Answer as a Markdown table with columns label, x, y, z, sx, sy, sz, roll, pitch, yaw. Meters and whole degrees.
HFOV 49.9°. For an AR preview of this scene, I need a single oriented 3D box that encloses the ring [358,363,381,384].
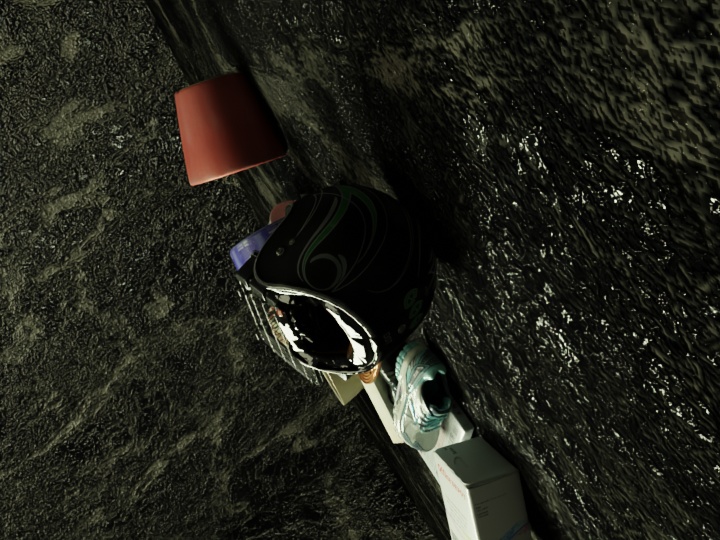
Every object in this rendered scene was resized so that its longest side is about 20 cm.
| label | x | y | z | sx | sy | sz | roll | pitch | yaw |
| --- | --- | --- | --- | --- | --- | --- | --- | --- | --- |
| ring | 0.015 | 0.098 | 1.362 | 0.200 | 0.019 | 0.202 | 180 | 90 | -75 |

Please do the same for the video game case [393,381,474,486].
| label | x | y | z | sx | sy | sz | roll | pitch | yaw |
| --- | --- | --- | --- | --- | --- | --- | --- | --- | --- |
| video game case | 0.119 | 0.253 | 1.320 | 0.183 | 0.023 | 0.201 | 54 | 153 | 34 |

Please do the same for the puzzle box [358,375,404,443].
| label | x | y | z | sx | sy | sz | roll | pitch | yaw |
| --- | --- | --- | --- | --- | --- | --- | --- | --- | --- |
| puzzle box | 0.054 | 0.224 | 1.529 | 0.133 | 0.025 | 0.201 | -68 | -40 | -51 |

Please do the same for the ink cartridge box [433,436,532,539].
| label | x | y | z | sx | sy | sz | roll | pitch | yaw |
| --- | --- | --- | --- | --- | --- | --- | --- | --- | --- |
| ink cartridge box | 0.185 | 0.367 | 1.139 | 0.145 | 0.083 | 0.201 | -151 | 47 | -74 |

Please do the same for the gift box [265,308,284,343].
| label | x | y | z | sx | sy | sz | roll | pitch | yaw |
| --- | --- | --- | --- | --- | --- | --- | --- | --- | --- |
| gift box | -0.230 | 0.190 | 2.872 | 0.187 | 0.184 | 0.201 | 23 | 139 | 62 |

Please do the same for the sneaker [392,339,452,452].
| label | x | y | z | sx | sy | sz | roll | pitch | yaw |
| --- | --- | --- | --- | --- | --- | --- | --- | --- | --- |
| sneaker | 0.101 | 0.212 | 1.201 | 0.086 | 0.077 | 0.201 | 32 | 138 | 49 |

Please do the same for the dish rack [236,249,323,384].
| label | x | y | z | sx | sy | sz | roll | pitch | yaw |
| --- | --- | --- | --- | --- | --- | --- | --- | --- | --- |
| dish rack | -0.109 | 0.079 | 1.149 | 0.153 | 0.054 | 0.201 | 35 | 154 | 32 |

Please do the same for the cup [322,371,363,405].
| label | x | y | z | sx | sy | sz | roll | pitch | yaw |
| --- | --- | --- | --- | --- | --- | --- | --- | --- | --- |
| cup | -0.026 | 0.165 | 1.662 | 0.201 | 0.143 | 0.200 | 58 | 171 | 15 |

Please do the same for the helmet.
| label | x | y | z | sx | sy | sz | roll | pitch | yaw |
| --- | --- | --- | --- | --- | --- | --- | --- | --- | --- |
| helmet | -0.012 | -0.001 | 0.867 | 0.199 | 0.191 | 0.201 | 19 | 143 | 15 |

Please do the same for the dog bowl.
| label | x | y | z | sx | sy | sz | roll | pitch | yaw |
| --- | --- | --- | --- | --- | --- | --- | --- | --- | --- |
| dog bowl | -0.141 | -0.044 | 1.456 | 0.079 | 0.199 | 0.200 | 63 | 172 | 2 |

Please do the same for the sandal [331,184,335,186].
| label | x | y | z | sx | sy | sz | roll | pitch | yaw |
| --- | --- | --- | --- | --- | --- | --- | --- | --- | --- |
| sandal | -0.001 | -0.044 | 1.155 | 0.201 | 0.043 | 0.076 | 58 | 171 | 16 |

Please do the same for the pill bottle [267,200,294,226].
| label | x | y | z | sx | sy | sz | roll | pitch | yaw |
| --- | --- | --- | --- | --- | --- | --- | --- | --- | --- |
| pill bottle | -0.137 | -0.065 | 1.671 | 0.110 | 0.109 | 0.200 | 56 | 170 | 28 |

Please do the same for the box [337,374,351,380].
| label | x | y | z | sx | sy | sz | roll | pitch | yaw |
| --- | --- | --- | --- | --- | --- | --- | --- | --- | --- |
| box | -0.041 | 0.049 | 1.182 | 0.122 | 0.106 | 0.201 | 32 | 151 | 33 |

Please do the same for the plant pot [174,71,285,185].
| label | x | y | z | sx | sy | sz | roll | pitch | yaw |
| --- | --- | --- | --- | --- | --- | --- | --- | --- | --- |
| plant pot | -0.265 | -0.278 | 1.504 | 0.200 | 0.199 | 0.179 | -152 | 43 | -75 |

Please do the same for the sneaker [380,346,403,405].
| label | x | y | z | sx | sy | sz | roll | pitch | yaw |
| --- | --- | --- | --- | --- | --- | --- | --- | --- | --- |
| sneaker | 0.080 | 0.192 | 1.435 | 0.082 | 0.073 | 0.201 | 24 | 151 | 44 |
